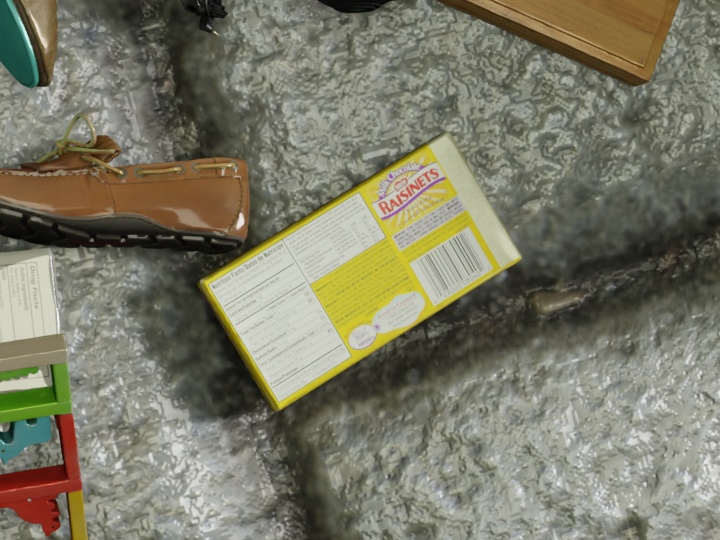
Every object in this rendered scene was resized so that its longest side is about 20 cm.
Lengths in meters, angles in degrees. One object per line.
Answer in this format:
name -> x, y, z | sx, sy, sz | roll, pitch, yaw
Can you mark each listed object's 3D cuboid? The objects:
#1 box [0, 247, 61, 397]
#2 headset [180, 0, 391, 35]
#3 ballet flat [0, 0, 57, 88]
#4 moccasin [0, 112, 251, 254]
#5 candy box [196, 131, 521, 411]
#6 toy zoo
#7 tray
box -> -0.291, 0.043, 1.507 | 0.200, 0.078, 0.095 | -4, 84, -13
headset -> -0.024, -0.220, 1.561 | 0.200, 0.094, 0.124 | -32, 82, 11
ballet flat -> -0.242, -0.214, 1.546 | 0.072, 0.068, 0.200 | -39, 93, -31
moccasin -> -0.169, -0.057, 1.545 | 0.201, 0.074, 0.078 | 2, 78, -10
candy box -> 0.000, 0.000, 1.605 | 0.200, 0.026, 0.102 | -31, 92, -12
toy zoo -> -0.240, 0.137, 1.498 | 0.131, 0.020, 0.200 | -9, 123, -11
tray -> 0.121, -0.211, 1.636 | 0.200, 0.037, 0.099 | 22, 83, -10
